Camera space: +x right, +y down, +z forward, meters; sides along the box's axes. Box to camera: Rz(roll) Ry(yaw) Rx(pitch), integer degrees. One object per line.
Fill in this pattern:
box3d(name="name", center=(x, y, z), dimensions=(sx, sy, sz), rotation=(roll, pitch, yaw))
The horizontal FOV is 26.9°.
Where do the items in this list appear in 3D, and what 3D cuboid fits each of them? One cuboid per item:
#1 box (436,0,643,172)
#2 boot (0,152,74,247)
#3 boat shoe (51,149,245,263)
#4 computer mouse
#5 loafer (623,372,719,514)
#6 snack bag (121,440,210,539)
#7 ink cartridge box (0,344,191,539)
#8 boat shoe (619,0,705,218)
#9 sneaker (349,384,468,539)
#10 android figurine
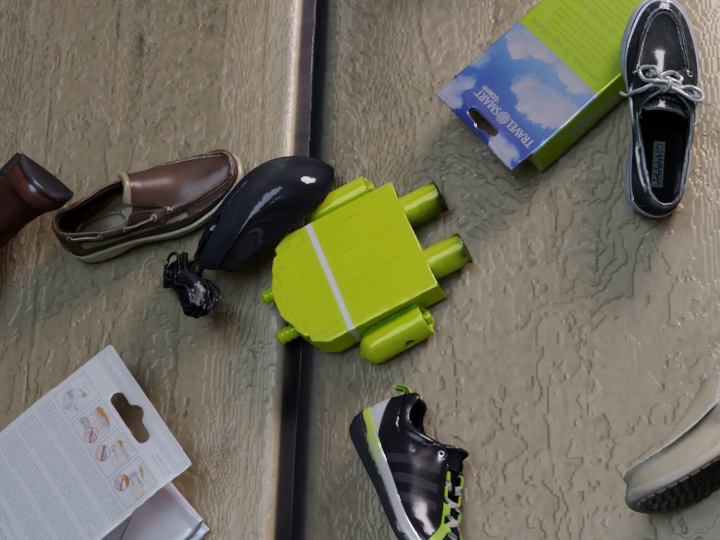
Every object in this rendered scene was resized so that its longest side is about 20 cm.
box3d(name="box", center=(0.184, -0.187, 1.405), dimensions=(0.200, 0.048, 0.122), rotation=(-42, 61, 0))
box3d(name="boot", center=(-0.383, -0.025, 1.509), dimensions=(0.200, 0.068, 0.188), rotation=(-53, 29, -7))
box3d(name="boat shoe", center=(-0.214, -0.068, 1.497), dimensions=(0.202, 0.075, 0.075), rotation=(-27, 62, 9))
box3d(name="computer mouse", center=(-0.113, -0.048, 1.436), dimensions=(0.200, 0.053, 0.138), rotation=(-41, 25, -4))
box3d(name="loafer", center=(0.292, 0.126, 1.225), dimensions=(0.200, 0.076, 0.068), rotation=(-33, 59, -5))
box3d(name="snack bag", center=(-0.265, 0.248, 1.419), dimensions=(0.200, 0.021, 0.189), rotation=(-45, 61, -1))
box3d(name="ink cartridge box", center=(-0.266, 0.192, 1.407), dimensions=(0.200, 0.047, 0.160), rotation=(-40, 62, 0))
box3d(name="boat shoe", center=(0.264, -0.148, 1.319), dimensions=(0.073, 0.068, 0.200), rotation=(8, 84, 0))
box3d(name="sneaker", center=(0.059, 0.184, 1.289), dimensions=(0.083, 0.072, 0.200), rotation=(-31, 61, 5))
box3d(name="android figurine", center=(0.000, 0.000, 1.405), dimensions=(0.200, 0.041, 0.182), rotation=(-29, 62, 7))
